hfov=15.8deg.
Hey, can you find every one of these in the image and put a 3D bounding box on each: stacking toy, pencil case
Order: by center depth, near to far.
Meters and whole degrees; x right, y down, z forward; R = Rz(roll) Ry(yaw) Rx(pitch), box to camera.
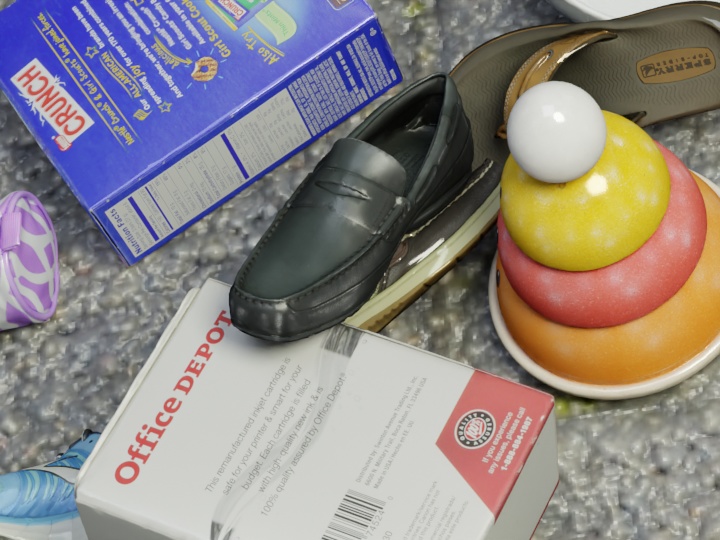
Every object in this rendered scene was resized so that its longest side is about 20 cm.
[{"bbox_3d":[0.117,-0.037,1.323,0.146,0.200,0.146,-9,57,14],"label":"stacking toy"},{"bbox_3d":[-0.275,0.003,1.503,0.200,0.086,0.084,-10,60,12],"label":"pencil case"}]

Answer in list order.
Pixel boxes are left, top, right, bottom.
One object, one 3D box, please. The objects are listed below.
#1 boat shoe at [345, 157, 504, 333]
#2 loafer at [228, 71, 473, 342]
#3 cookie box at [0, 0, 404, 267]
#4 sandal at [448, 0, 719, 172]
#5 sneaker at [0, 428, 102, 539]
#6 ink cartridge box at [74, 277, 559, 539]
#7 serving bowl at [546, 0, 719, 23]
[{"bbox_3d":[0.000,0.000,1.409,0.200,0.073,0.065,-41,89,-8],"label":"boat shoe"},{"bbox_3d":[-0.005,-0.035,1.327,0.068,0.070,0.201,18,41,26],"label":"loafer"},{"bbox_3d":[-0.105,-0.127,1.527,0.200,0.075,0.171,-34,56,-4],"label":"cookie box"},{"bbox_3d":[0.121,-0.092,1.402,0.200,0.082,0.055,-10,25,29],"label":"sandal"},{"bbox_3d":[-0.160,0.133,1.407,0.200,0.078,0.090,0,44,12],"label":"sneaker"},{"bbox_3d":[-0.020,0.108,1.294,0.200,0.083,0.147,19,59,19],"label":"ink cartridge box"},{"bbox_3d":[0.176,-0.202,1.471,0.200,0.066,0.200,-1,63,1],"label":"serving bowl"}]
